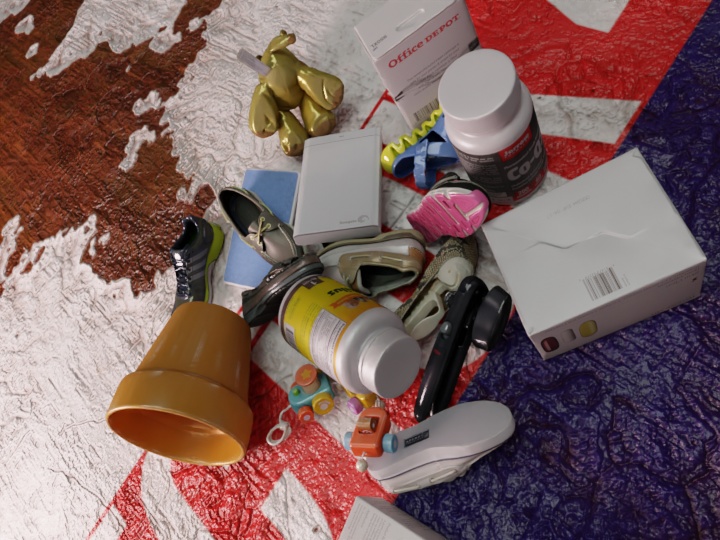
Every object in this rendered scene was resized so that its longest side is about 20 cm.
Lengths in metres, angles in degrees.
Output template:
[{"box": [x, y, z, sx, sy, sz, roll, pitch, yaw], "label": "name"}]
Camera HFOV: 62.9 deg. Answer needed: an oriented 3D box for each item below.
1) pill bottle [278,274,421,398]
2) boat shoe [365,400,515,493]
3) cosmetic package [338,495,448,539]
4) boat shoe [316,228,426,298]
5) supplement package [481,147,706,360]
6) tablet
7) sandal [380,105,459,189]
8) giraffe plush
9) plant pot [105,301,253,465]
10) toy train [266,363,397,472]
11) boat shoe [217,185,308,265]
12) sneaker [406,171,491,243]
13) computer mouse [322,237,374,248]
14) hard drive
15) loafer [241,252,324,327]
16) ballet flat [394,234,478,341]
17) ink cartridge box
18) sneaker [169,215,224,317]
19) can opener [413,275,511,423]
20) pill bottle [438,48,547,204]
[{"box": [-0.015, 0.084, 0.756, 0.198, 0.109, 0.111, 26, 82, 47], "label": "pill bottle"}, {"box": [0.102, 0.224, 0.718, 0.197, 0.066, 0.072, -28, 23, 17], "label": "boat shoe"}, {"box": [0.067, 0.357, 0.672, 0.197, 0.085, 0.110, 22, 81, 31], "label": "cosmetic package"}, {"box": [0.000, 0.000, 0.846, 0.196, 0.075, 0.069, -19, 40, 27], "label": "boat shoe"}, {"box": [0.272, -0.013, 0.703, 0.197, 0.111, 0.159, -26, 59, 16], "label": "supplement package"}, {"box": [-0.165, -0.069, 0.985, 0.127, 0.014, 0.206, 9, 85, 32], "label": "tablet"}, {"box": [0.127, -0.193, 0.878, 0.199, 0.079, 0.088, -41, 61, 16], "label": "sandal"}, {"box": [-0.132, -0.324, 1.026, 0.171, 0.200, 0.163, -37, 29, 12], "label": "giraffe plush"}, {"box": [-0.240, 0.157, 0.862, 0.195, 0.201, 0.187, -8, 50, 24], "label": "plant pot"}, {"box": [-0.036, 0.179, 0.778, 0.195, 0.057, 0.151, -2, 37, 29], "label": "toy train"}, {"box": [-0.159, -0.066, 0.937, 0.201, 0.060, 0.073, 44, 104, 30], "label": "boat shoe"}, {"box": [0.127, -0.094, 0.788, 0.074, 0.200, 0.088, 45, 77, -6], "label": "sneaker"}, {"box": [-0.043, -0.097, 0.934, 0.137, 0.053, 0.203, -30, 59, 12], "label": "computer mouse"}, {"box": [-0.031, -0.133, 0.906, 0.128, 0.027, 0.204, -7, 55, 12], "label": "hard drive"}, {"box": [-0.128, 0.019, 0.876, 0.199, 0.071, 0.064, -39, 69, 41], "label": "loafer"}, {"box": [0.102, 0.039, 0.790, 0.201, 0.067, 0.075, -51, 16, 2], "label": "ballet flat"}, {"box": [0.098, -0.306, 0.859, 0.143, 0.200, 0.085, -33, 59, 10], "label": "ink cartridge box"}, {"box": [-0.296, -0.001, 1.007, 0.072, 0.081, 0.205, -5, 68, 25], "label": "sneaker"}, {"box": [0.114, 0.102, 0.737, 0.204, 0.062, 0.079, -65, 32, 12], "label": "can opener"}, {"box": [0.175, -0.181, 0.768, 0.111, 0.200, 0.117, -10, 65, 22], "label": "pill bottle"}]
